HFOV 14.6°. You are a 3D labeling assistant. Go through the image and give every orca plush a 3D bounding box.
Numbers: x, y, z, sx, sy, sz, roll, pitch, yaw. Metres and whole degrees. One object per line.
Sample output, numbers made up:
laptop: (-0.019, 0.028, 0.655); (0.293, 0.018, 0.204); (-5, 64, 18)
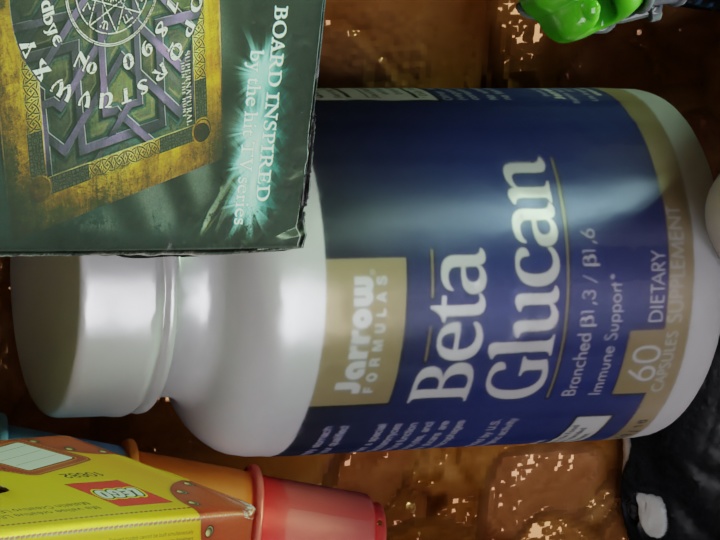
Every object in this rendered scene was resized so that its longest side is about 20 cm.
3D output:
orca plush: (0.152, 0.025, 0.952); (0.105, 0.071, 0.200); (29, 100, -30)

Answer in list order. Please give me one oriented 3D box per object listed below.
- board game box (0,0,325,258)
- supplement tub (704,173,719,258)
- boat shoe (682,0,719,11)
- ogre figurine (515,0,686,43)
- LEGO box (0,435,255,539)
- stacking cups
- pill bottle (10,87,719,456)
board game box: (-0.065, -0.103, 0.725); (0.135, 0.028, 0.201); (0, 100, -38)
supplement tub: (0.211, -0.041, 0.801); (0.200, 0.144, 0.144); (-47, 121, -2)
boat shoe: (0.059, -0.129, 0.846); (0.200, 0.069, 0.084); (25, 102, -29)
ogre figurine: (0.104, -0.160, 0.774); (0.119, 0.098, 0.201); (7, 67, -18)
LEGO box: (-0.129, 0.126, 0.709); (0.200, 0.077, 0.150); (-1, 103, -52)
stacking cups: (-0.093, 0.069, 0.832); (0.199, 0.061, 0.061); (9, 109, -16)
pill bottle: (0.000, 0.000, 0.855); (0.199, 0.111, 0.111); (-2, 113, -21)
